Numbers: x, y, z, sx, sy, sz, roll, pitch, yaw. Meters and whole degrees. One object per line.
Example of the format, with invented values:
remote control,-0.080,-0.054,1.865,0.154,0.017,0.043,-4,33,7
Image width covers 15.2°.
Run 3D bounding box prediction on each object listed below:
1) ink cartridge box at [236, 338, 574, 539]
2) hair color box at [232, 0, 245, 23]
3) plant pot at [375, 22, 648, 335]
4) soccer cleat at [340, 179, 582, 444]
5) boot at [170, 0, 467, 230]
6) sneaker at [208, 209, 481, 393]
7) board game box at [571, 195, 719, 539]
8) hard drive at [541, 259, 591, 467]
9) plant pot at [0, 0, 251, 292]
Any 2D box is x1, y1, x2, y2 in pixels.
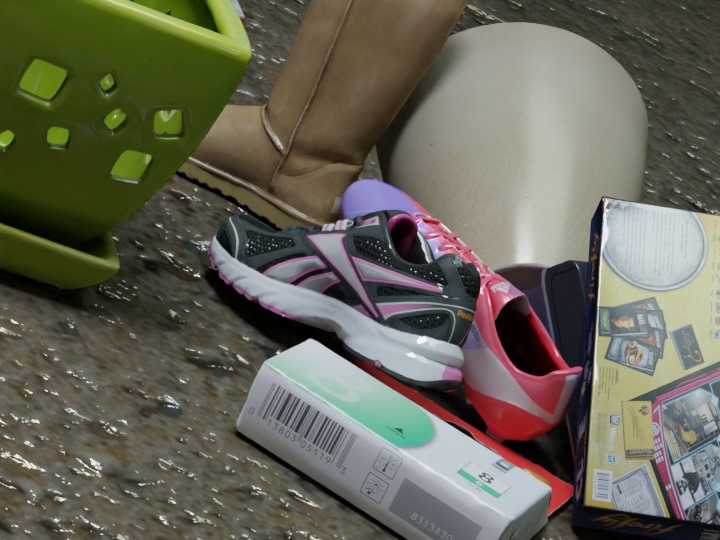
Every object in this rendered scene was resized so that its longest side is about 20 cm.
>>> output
ink cartridge box,0.038,0.091,1.517,0.161,0.050,0.200,31,20,13
hair color box,-0.193,-0.216,2.023,0.199,0.061,0.102,22,18,-20
plant pot,0.104,-0.030,1.771,0.187,0.188,0.200,21,35,-16
soccer cleat,0.062,0.013,1.632,0.067,0.077,0.200,-17,63,-40
boot,-0.042,-0.140,1.794,0.175,0.200,0.066,30,18,9
sneaker,0.000,0.000,1.609,0.200,0.087,0.080,27,3,36
board game box,0.198,0.061,1.589,0.135,0.035,0.201,9,64,-5
hard drive,0.197,0.070,1.692,0.200,0.033,0.140,6,69,-47
plant pot,-0.198,-0.112,1.526,0.198,0.182,0.200,20,19,-22
